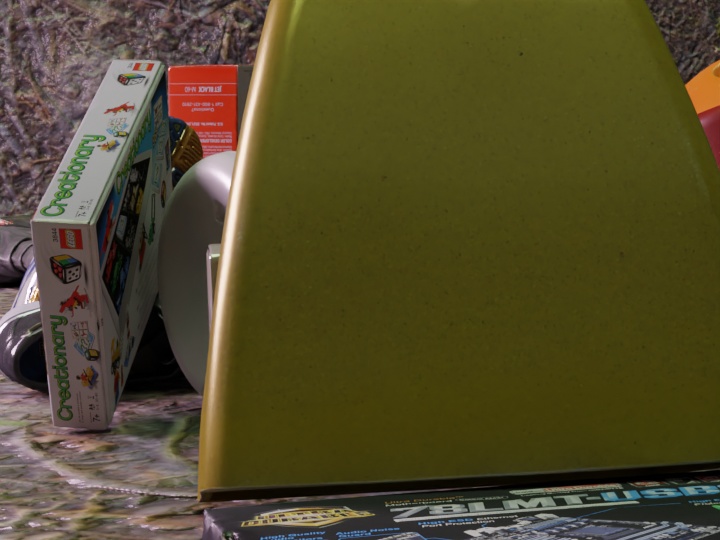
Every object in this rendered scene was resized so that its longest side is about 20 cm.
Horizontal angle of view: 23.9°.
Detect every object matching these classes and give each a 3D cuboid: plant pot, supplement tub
[{"bbox_3d":[0.033,-0.006,0.653,0.199,0.177,0.200,-3,-8,-6],"label":"plant pot"},{"bbox_3d":[0.000,0.000,0.975,0.199,0.145,0.144,-6,7,-32],"label":"supplement tub"}]

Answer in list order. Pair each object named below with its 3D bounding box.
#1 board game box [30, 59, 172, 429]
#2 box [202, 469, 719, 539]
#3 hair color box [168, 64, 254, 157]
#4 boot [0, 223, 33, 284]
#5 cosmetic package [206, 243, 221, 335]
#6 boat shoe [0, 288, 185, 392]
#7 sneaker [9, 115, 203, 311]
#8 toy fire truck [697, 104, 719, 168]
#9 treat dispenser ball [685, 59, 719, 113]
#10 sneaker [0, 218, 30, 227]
[{"bbox_3d":[-0.140,-0.021,0.956,0.034,0.127,0.200,3,30,4],"label":"board game box"},{"bbox_3d":[0.069,0.097,0.458,0.199,0.050,0.198,-1,3,-15],"label":"box"},{"bbox_3d":[-0.106,-0.064,1.367,0.064,0.201,0.111,1,6,16],"label":"hair color box"},{"bbox_3d":[-0.347,-0.013,1.638,0.131,0.070,0.200,9,16,39],"label":"boot"},{"bbox_3d":[0.025,0.034,0.837,0.199,0.104,0.073,-2,5,-6],"label":"cosmetic package"},{"bbox_3d":[-0.123,0.039,1.037,0.199,0.070,0.066,-4,14,-19],"label":"boat shoe"},{"bbox_3d":[-0.187,-0.027,1.195,0.075,0.200,0.088,43,-25,-22],"label":"sneaker"},{"bbox_3d":[0.160,-0.046,0.877,0.199,0.129,0.176,-14,-9,-11],"label":"toy fire truck"},{"bbox_3d":[0.303,-0.062,1.211,0.200,0.202,0.201,-2,6,0],"label":"treat dispenser ball"},{"bbox_3d":[-0.447,-0.031,1.827,0.201,0.068,0.108,6,7,39],"label":"sneaker"}]
